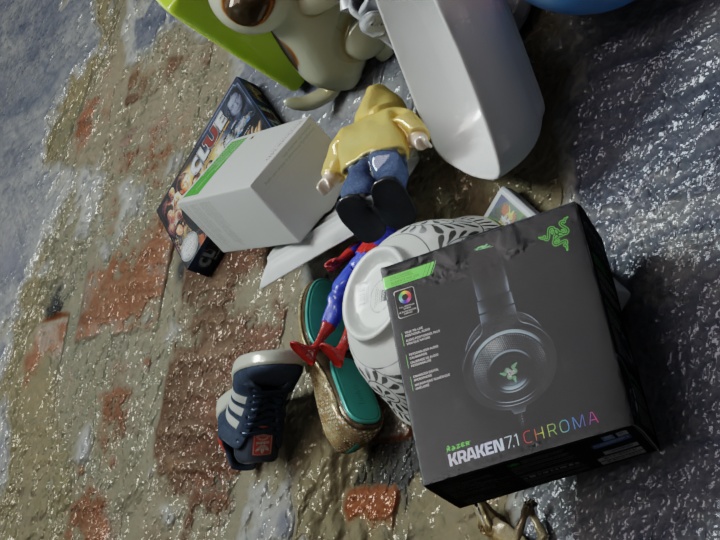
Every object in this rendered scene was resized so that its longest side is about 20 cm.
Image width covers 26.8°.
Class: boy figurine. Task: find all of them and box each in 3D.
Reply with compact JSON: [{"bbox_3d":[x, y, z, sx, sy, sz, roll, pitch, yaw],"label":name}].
[{"bbox_3d":[0.013,-0.111,1.464,0.124,0.065,0.201,-26,30,18],"label":"boy figurine"}]

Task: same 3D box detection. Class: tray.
[{"bbox_3d":[-0.028,-0.054,1.548,0.199,0.022,0.108,-29,19,43],"label":"tray"}]

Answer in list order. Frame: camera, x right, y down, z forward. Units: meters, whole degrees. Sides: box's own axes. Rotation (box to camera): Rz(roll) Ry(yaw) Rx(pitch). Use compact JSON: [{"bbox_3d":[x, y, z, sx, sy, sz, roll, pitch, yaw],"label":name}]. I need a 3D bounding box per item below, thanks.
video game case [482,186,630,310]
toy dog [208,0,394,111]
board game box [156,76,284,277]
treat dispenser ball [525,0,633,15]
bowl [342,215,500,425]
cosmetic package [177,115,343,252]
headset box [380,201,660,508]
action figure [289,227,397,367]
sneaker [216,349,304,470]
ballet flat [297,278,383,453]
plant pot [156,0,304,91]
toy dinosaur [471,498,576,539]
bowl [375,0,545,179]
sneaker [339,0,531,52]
[{"bbox_3d":[0.132,0.047,1.330,0.183,0.022,0.200,-60,36,14],"label":"video game case"},{"bbox_3d":[-0.072,-0.284,1.610,0.194,0.199,0.140,-53,38,22],"label":"toy dog"},{"bbox_3d":[-0.164,-0.112,1.790,0.201,0.034,0.136,-57,37,17],"label":"board game box"},{"bbox_3d":[0.188,-0.320,1.281,0.200,0.200,0.203,-28,53,43],"label":"treat dispenser ball"},{"bbox_3d":[0.046,0.032,1.355,0.200,0.094,0.203,-30,50,42],"label":"bowl"},{"bbox_3d":[-0.101,-0.087,1.602,0.108,0.085,0.199,-51,19,-22],"label":"cosmetic package"},{"bbox_3d":[0.123,0.063,1.196,0.173,0.093,0.202,-18,65,16],"label":"headset box"},{"bbox_3d":[0.000,0.000,1.470,0.065,0.052,0.201,-4,46,45],"label":"action figure"},{"bbox_3d":[-0.099,0.145,1.521,0.200,0.074,0.085,118,149,-61],"label":"sneaker"},{"bbox_3d":[-0.030,0.097,1.488,0.201,0.070,0.066,-105,34,-44],"label":"ballet flat"},{"bbox_3d":[-0.126,-0.353,1.728,0.182,0.199,0.199,-53,37,9],"label":"plant pot"},{"bbox_3d":[0.136,0.256,1.211,0.201,0.058,0.101,-97,28,-44],"label":"toy dinosaur"},{"bbox_3d":[0.095,-0.191,1.366,0.074,0.201,0.200,-26,16,-8],"label":"bowl"},{"bbox_3d":[0.070,-0.259,1.481,0.199,0.114,0.076,-7,68,51],"label":"sneaker"}]
